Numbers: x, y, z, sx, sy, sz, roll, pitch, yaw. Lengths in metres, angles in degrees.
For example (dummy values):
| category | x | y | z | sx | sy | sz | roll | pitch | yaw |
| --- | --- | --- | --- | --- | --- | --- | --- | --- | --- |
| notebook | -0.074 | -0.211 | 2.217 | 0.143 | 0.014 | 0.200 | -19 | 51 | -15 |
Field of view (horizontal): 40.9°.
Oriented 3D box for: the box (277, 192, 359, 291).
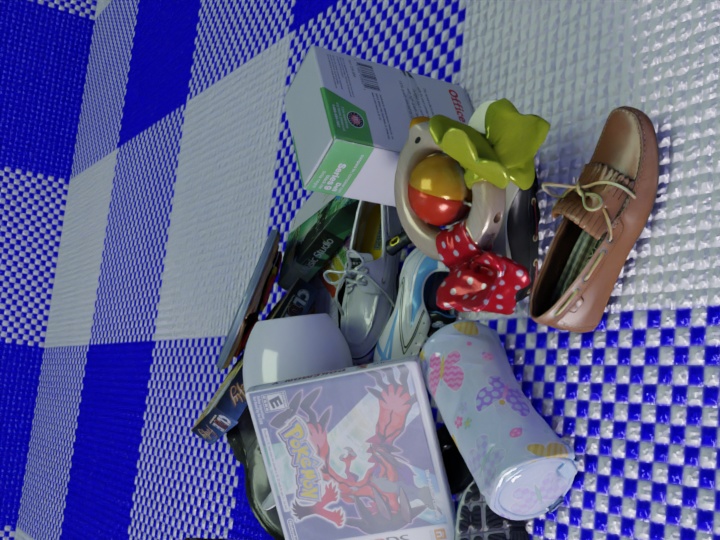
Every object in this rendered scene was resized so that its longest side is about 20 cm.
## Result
| category | x | y | z | sx | sy | sz | roll | pitch | yaw |
| --- | --- | --- | --- | --- | --- | --- | --- | --- | --- |
| box | -0.037 | -0.079 | 1.256 | 0.200 | 0.036 | 0.145 | -50 | 20 | 36 |

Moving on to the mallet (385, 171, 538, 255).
| category | x | y | z | sx | sy | sz | roll | pitch | yaw |
| --- | --- | --- | --- | --- | --- | --- | --- | --- | --- |
| mallet | 0.101 | -0.078 | 1.025 | 0.199 | 0.041 | 0.066 | -25 | 56 | 38 |

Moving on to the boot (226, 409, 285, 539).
| category | x | y | z | sx | sy | sz | roll | pitch | yaw |
| --- | --- | --- | --- | --- | --- | --- | --- | --- | --- |
| boot | -0.083 | 0.215 | 1.138 | 0.132 | 0.070 | 0.200 | -51 | 57 | 26 |

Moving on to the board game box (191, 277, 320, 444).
| category | x | y | z | sx | sy | sz | roll | pitch | yaw |
| --- | --- | --- | --- | --- | --- | --- | --- | --- | --- |
| board game box | -0.132 | 0.115 | 1.210 | 0.201 | 0.035 | 0.135 | -58 | 7 | -29 |

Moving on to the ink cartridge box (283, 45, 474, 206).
| category | x | y | z | sx | sy | sz | roll | pitch | yaw |
| --- | --- | --- | --- | --- | --- | --- | --- | --- | --- |
| ink cartridge box | 0.030 | -0.148 | 1.054 | 0.084 | 0.199 | 0.147 | -54 | 37 | 41 |

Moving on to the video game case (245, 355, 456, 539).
| category | x | y | z | sx | sy | sz | roll | pitch | yaw |
| --- | --- | --- | --- | --- | --- | --- | --- | --- | --- |
| video game case | -0.007 | 0.198 | 0.978 | 0.023 | 0.181 | 0.202 | -51 | -52 | -74 |

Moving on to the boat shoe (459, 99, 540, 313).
| category | x | y | z | sx | sy | sz | roll | pitch | yaw |
| --- | --- | --- | --- | --- | --- | --- | --- | --- | --- |
| boat shoe | 0.135 | -0.062 | 0.931 | 0.073 | 0.063 | 0.203 | 7 | 104 | 38 |

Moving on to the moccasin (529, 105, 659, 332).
| category | x | y | z | sx | sy | sz | roll | pitch | yaw |
| --- | --- | --- | --- | --- | --- | --- | --- | --- | --- |
| moccasin | 0.199 | -0.045 | 0.842 | 0.074 | 0.077 | 0.203 | 46 | 120 | 52 |

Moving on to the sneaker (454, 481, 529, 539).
| category | x | y | z | sx | sy | sz | roll | pitch | yaw |
| --- | --- | --- | --- | --- | --- | --- | --- | --- | --- |
| sneaker | 0.110 | 0.297 | 0.894 | 0.080 | 0.077 | 0.202 | 145 | 129 | -62 |

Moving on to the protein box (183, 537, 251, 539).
| category | x | y | z | sx | sy | sz | roll | pitch | yaw |
| --- | --- | --- | --- | --- | --- | --- | --- | --- | --- |
| protein box | -0.100 | 0.418 | 1.087 | 0.135 | 0.199 | 0.200 | 1 | 81 | 60 |

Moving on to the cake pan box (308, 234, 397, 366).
| category | x | y | z | sx | sy | sz | roll | pitch | yaw |
| --- | --- | --- | --- | --- | --- | --- | --- | --- | --- |
| cake pan box | -0.017 | 0.063 | 1.216 | 0.200 | 0.052 | 0.186 | -33 | 55 | 53 |

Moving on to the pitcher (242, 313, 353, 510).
| category | x | y | z | sx | sy | sz | roll | pitch | yaw |
| --- | --- | --- | --- | --- | --- | --- | --- | --- | --- |
| pitcher | -0.040 | 0.147 | 1.043 | 0.170 | 0.121 | 0.202 | -9 | 86 | 18 |

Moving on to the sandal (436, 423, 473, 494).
| category | x | y | z | sx | sy | sz | roll | pitch | yaw |
| --- | --- | --- | --- | --- | --- | --- | --- | --- | --- |
| sandal | 0.064 | 0.208 | 1.024 | 0.200 | 0.048 | 0.076 | -42 | 46 | 47 |

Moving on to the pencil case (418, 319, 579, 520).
| category | x | y | z | sx | sy | sz | roll | pitch | yaw |
| --- | --- | --- | --- | --- | --- | --- | --- | --- | --- |
| pencil case | 0.125 | 0.135 | 0.909 | 0.091 | 0.083 | 0.200 | -47 | 39 | 15 |

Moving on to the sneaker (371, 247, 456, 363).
| category | x | y | z | sx | sy | sz | roll | pitch | yaw |
| --- | --- | --- | --- | --- | --- | --- | --- | --- | --- |
| sneaker | 0.064 | 0.073 | 1.053 | 0.072 | 0.071 | 0.202 | 25 | 106 | 51 |

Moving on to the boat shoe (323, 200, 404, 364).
| category | x | y | z | sx | sy | sz | roll | pitch | yaw |
| --- | --- | --- | --- | --- | --- | --- | --- | --- | --- |
| boat shoe | 0.004 | -0.001 | 1.089 | 0.074 | 0.086 | 0.204 | 4 | 73 | 35 |

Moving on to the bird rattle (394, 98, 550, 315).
| category | x | y | z | sx | sy | sz | roll | pitch | yaw |
| --- | --- | --- | --- | --- | --- | --- | --- | --- | --- |
| bird rattle | 0.095 | -0.061 | 0.888 | 0.163 | 0.112 | 0.201 | 33 | 132 | 44 |

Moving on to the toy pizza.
| category | x | y | z | sx | sy | sz | roll | pitch | yaw |
| --- | --- | --- | --- | --- | --- | --- | --- | --- | --- |
| toy pizza | -0.138 | 0.041 | 1.256 | 0.200 | 0.032 | 0.201 | -157 | 90 | -83 |
